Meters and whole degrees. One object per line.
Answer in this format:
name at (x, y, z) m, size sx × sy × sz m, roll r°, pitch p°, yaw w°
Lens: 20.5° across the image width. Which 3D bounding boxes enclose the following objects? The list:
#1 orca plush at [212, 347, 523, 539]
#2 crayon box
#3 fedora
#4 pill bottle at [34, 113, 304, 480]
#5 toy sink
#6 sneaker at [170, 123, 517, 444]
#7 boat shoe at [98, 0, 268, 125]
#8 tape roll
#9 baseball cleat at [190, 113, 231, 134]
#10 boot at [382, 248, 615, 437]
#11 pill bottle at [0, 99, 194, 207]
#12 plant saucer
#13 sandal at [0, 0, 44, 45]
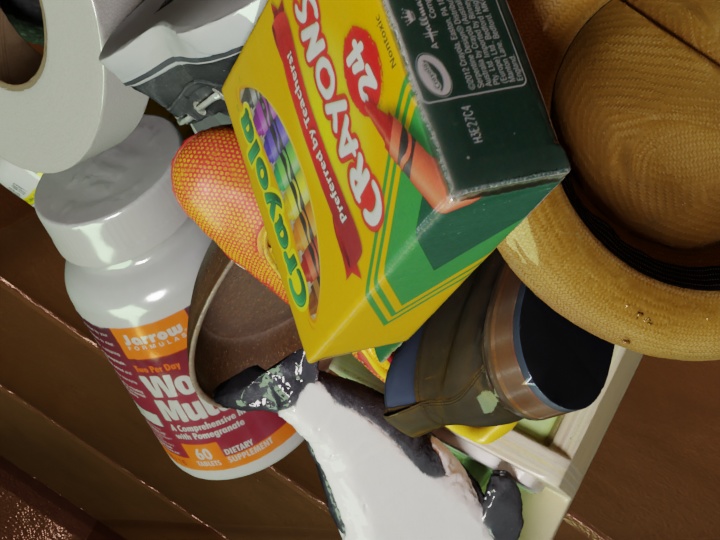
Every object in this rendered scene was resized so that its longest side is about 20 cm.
orca plush at (0.005, 0.109, 0.952) m, size 0.200 × 0.105 × 0.071 m, roll 38°, pitch -177°, yaw -24°
crayon box at (0.001, -0.047, 0.760) m, size 0.200 × 0.050 × 0.128 m, roll 128°, pitch 126°, yaw -62°
fedora at (0.130, -0.065, 0.773) m, size 0.200 × 0.201 × 0.082 m, roll 38°, pitch -165°, yaw -21°
pill bottle at (-0.102, 0.016, 1.136) m, size 0.109 × 0.110 × 0.201 m, roll 14°, pitch 143°, yaw 41°
toy sink at (0.066, 0.044, 1.002) m, size 0.129 × 0.201 × 0.112 m, roll 27°, pitch 176°, yaw 13°
sneaker at (0.000, 0.000, 0.899) m, size 0.199 × 0.073 × 0.077 m, roll 35°, pitch -169°, yaw -1°
boat shoe at (-0.053, -0.100, 0.881) m, size 0.068 × 0.072 × 0.200 m, roll 43°, pitch 157°, yaw -17°
tape roll at (-0.182, -0.150, 1.028) m, size 0.202 × 0.037 × 0.204 m, roll 31°, pitch 135°, yaw 36°
baseball cleat at (-0.067, -0.085, 1.061) m, size 0.106 × 0.070 × 0.201 m, roll 31°, pitch 153°, yaw 26°
boot at (0.070, -0.013, 0.852) m, size 0.097 × 0.201 × 0.075 m, roll -24°, pitch 120°, yaw 43°
pill bottle at (-0.122, -0.049, 1.235) m, size 0.199 × 0.110 × 0.109 m, roll 36°, pitch 161°, yaw -15°
plant saucer at (-0.022, -0.012, 1.058) m, size 0.037 × 0.200 × 0.201 m, roll 45°, pitch 169°, yaw 25°
sandal at (-0.149, -0.166, 1.088) m, size 0.199 × 0.048 × 0.075 m, roll -4°, pitch 142°, yaw 40°
